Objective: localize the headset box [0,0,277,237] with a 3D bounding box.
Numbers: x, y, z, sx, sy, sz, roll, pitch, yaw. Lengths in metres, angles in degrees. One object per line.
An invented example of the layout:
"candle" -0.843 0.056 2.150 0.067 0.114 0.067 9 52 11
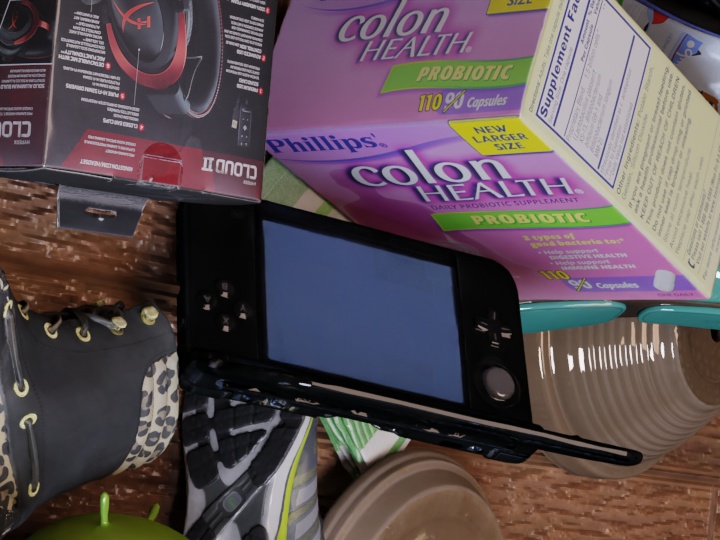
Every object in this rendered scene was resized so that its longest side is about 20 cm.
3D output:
"headset box" -0.114 -0.117 1.111 0.148 0.075 0.201 6 87 -50

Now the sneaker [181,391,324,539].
"sneaker" -0.052 0.114 1.218 0.081 0.074 0.201 33 66 -66

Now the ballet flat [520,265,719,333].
"ballet flat" 0.155 0.000 1.376 0.199 0.067 0.071 0 74 -12

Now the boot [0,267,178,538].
"boot" -0.157 0.022 1.072 0.154 0.073 0.204 -21 115 -50

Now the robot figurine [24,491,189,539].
"robot figurine" -0.124 0.204 1.085 0.175 0.115 0.201 37 61 -77

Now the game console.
"game console" 0.021 0.026 1.149 0.200 0.116 0.176 15 52 -25

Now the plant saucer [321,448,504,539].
"plant saucer" 0.025 0.200 1.315 0.200 0.029 0.201 -19 114 -50

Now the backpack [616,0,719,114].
"backpack" 0.184 -0.115 1.379 0.200 0.190 0.154 -6 116 -54

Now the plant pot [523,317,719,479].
"plant pot" 0.186 0.035 1.471 0.201 0.093 0.201 -4 95 -49

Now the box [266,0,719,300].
"box" 0.076 -0.069 1.236 0.200 0.176 0.097 40 60 -44

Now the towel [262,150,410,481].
"towel" 0.000 0.000 1.300 0.153 0.023 0.200 -50 126 -38
